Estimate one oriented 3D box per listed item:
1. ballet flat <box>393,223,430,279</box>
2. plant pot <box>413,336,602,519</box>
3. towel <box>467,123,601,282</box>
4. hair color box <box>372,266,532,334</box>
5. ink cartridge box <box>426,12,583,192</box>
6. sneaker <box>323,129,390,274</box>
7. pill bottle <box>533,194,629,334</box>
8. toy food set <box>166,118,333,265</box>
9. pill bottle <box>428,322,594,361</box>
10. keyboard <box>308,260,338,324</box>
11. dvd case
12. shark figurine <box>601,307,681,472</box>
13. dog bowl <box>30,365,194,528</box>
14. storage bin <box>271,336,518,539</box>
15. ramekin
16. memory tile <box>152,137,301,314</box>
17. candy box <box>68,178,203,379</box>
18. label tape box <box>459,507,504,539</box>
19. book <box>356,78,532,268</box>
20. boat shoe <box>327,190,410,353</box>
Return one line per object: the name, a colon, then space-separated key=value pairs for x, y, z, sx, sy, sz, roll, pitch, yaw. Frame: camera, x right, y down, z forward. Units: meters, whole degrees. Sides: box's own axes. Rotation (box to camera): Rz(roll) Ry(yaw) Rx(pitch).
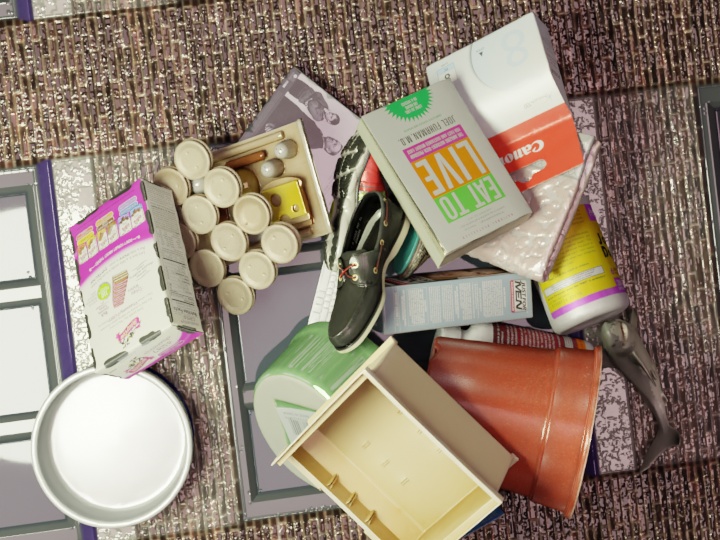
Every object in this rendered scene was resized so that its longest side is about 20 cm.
ballet flat: x=0.086 y=-0.084 z=1.677 sx=0.075 sy=0.068 sz=0.203 roll=11 pitch=72 yaw=-26
plant pot: x=0.167 y=0.167 z=1.563 sx=0.193 sy=0.201 sz=0.203 roll=12 pitch=90 yaw=6
towel: x=0.184 y=-0.102 z=1.676 sx=0.199 sy=0.032 sz=0.193 roll=22 pitch=89 yaw=40
hair color box: x=0.105 y=0.035 z=1.675 sx=0.197 sy=0.099 sz=0.061 roll=-5 pitch=96 yaw=-18
ink cartridge box: x=0.175 y=-0.195 z=1.656 sx=0.159 sy=0.047 sz=0.202 roll=-24 pitch=63 yaw=26
sneaker: x=0.009 y=-0.089 z=1.684 sx=0.084 sy=0.077 sz=0.203 roll=12 pitch=92 yaw=-22
pill bottle: x=0.257 y=-0.029 z=1.697 sx=0.103 sy=0.104 sz=0.202 roll=-20 pitch=79 yaw=-3
toy food set: x=-0.137 y=-0.090 z=1.667 sx=0.198 sy=0.060 sz=0.145 roll=-16 pitch=93 yaw=24
pill bottle: x=0.189 y=0.126 z=1.699 sx=0.197 sy=0.113 sz=0.114 roll=12 pitch=90 yaw=-4
keyboard: x=-0.033 y=0.043 z=1.733 sx=0.056 sy=0.011 sz=0.203 roll=14 pitch=89 yaw=-4
dvd case: x=-0.052 y=-0.141 z=1.720 sx=0.199 sy=0.025 sz=0.151 roll=37 pitch=88 yaw=-2
shark figurine: x=0.345 y=0.141 z=1.742 sx=0.089 sy=0.128 sz=0.216 roll=-21 pitch=111 yaw=21
dog bowl: x=-0.307 y=0.215 z=1.682 sx=0.197 sy=0.079 sz=0.203 roll=0 pitch=91 yaw=-4
storage bin: x=0.034 y=0.214 z=1.479 sx=0.200 sy=0.094 sz=0.199 roll=43 pitch=122 yaw=-1
ramekin: x=-0.037 y=0.172 z=1.631 sx=0.098 sy=0.200 sz=0.201 roll=-39 pitch=93 yaw=-39
memory tile: x=-0.178 y=-0.054 z=1.659 sx=0.200 sy=0.017 sz=0.153 roll=43 pitch=119 yaw=3
candy box: x=-0.273 y=0.011 z=1.624 sx=0.136 sy=0.061 sz=0.202 roll=-29 pitch=62 yaw=29
label tape box: x=0.086 y=0.286 z=1.649 sx=0.143 sy=0.200 sz=0.064 roll=-29 pitch=93 yaw=-3
book: x=0.102 y=-0.122 z=1.624 sx=0.133 sy=0.048 sz=0.201 roll=-26 pitch=75 yaw=-20
boat shoe: x=-0.002 y=0.000 z=1.591 sx=0.063 sy=0.073 sz=0.203 roll=38 pitch=60 yaw=-35
